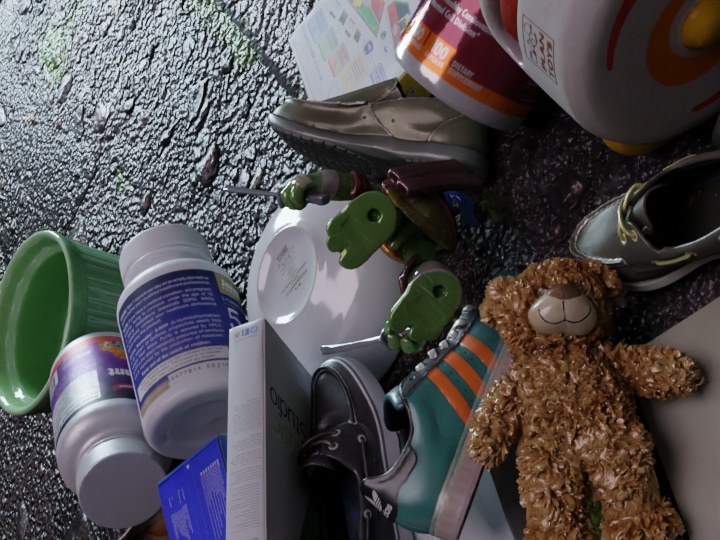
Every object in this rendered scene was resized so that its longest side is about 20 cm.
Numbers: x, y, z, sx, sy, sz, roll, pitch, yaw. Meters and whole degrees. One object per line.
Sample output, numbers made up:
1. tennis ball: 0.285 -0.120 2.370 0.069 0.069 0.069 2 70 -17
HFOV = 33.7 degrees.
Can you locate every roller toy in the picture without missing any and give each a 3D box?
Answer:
1. roller toy: 0.173 -0.177 0.723 0.201 0.181 0.140 -56 45 22

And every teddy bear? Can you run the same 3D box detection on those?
1. teddy bear: 0.131 0.087 0.722 0.143 0.067 0.204 4 79 25

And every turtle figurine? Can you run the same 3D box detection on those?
1. turtle figurine: 0.000 0.000 0.841 0.194 0.196 0.147 -91 -8 -82

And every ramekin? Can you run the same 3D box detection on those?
1. ramekin: -0.325 0.064 1.315 0.199 0.097 0.204 -18 66 46

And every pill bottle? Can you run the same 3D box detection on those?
1. pill bottle: 0.118 -0.213 0.851 0.202 0.113 0.114 -59 43 21
2. pill bottle: -0.239 0.153 1.145 0.113 0.110 0.200 -62 27 17
3. pill bottle: -0.163 0.060 1.106 0.120 0.119 0.202 -47 48 31

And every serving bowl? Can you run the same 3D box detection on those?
1. serving bowl: -0.039 0.010 1.016 0.199 0.065 0.204 -19 65 46

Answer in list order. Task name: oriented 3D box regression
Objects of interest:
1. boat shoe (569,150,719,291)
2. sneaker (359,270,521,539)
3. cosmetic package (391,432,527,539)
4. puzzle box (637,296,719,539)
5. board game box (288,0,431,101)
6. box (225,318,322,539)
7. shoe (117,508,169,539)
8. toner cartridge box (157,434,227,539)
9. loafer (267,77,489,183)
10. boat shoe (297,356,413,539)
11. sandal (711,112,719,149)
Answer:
1. boat shoe: 0.197 -0.035 0.733 0.201 0.060 0.073 -14 59 56
2. sneaker: 0.060 0.078 0.802 0.072 0.079 0.202 93 -163 -59
3. cosmetic package: 0.062 0.190 0.855 0.151 0.051 0.202 -45 48 35
4. puzzle box: 0.239 0.109 0.687 0.133 0.025 0.203 -39 53 36
5. board game box: 0.025 -0.210 1.019 0.200 0.040 0.155 -44 49 33
6. box: -0.053 0.157 0.891 0.036 0.145 0.202 -17 48 16
7. shoe: -0.175 0.246 1.118 0.199 0.053 0.071 -40 53 33
8. toner cartridge box: -0.105 0.248 0.975 0.095 0.043 0.202 -38 58 33
9. loafer: 0.018 -0.115 0.958 0.197 0.075 0.071 13 75 24
10. boat shoe: -0.014 0.151 0.867 0.070 0.066 0.203 -36 53 38
11. sandal: 0.281 -0.145 0.684 0.057 0.079 0.202 41 116 21
